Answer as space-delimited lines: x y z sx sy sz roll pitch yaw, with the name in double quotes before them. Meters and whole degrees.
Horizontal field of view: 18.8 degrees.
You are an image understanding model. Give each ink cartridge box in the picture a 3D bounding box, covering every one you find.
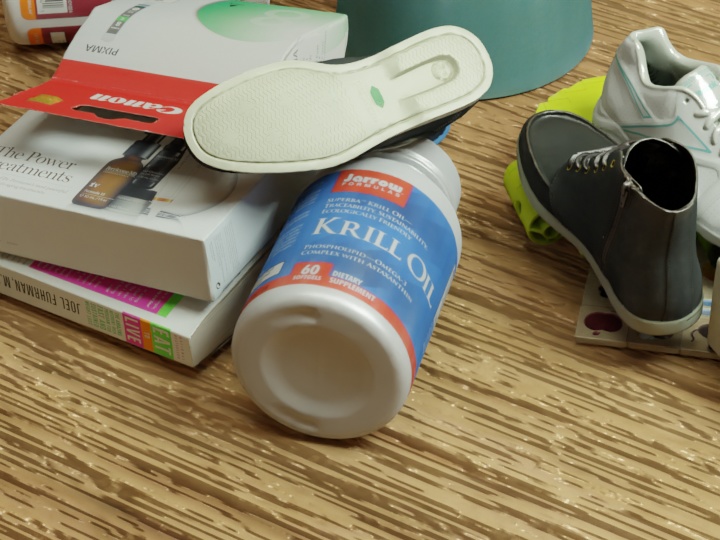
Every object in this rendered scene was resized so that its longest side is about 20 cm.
"ink cartridge box" -0.121 -0.140 1.429 0.160 0.050 0.200 11 19 23

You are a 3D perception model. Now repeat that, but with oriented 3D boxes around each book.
"book" -0.151 -0.014 1.418 0.199 0.048 0.134 20 43 28

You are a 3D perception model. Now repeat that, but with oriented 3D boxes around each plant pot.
"plant pot" 0.077 -0.248 1.617 0.199 0.162 0.201 -1 38 1

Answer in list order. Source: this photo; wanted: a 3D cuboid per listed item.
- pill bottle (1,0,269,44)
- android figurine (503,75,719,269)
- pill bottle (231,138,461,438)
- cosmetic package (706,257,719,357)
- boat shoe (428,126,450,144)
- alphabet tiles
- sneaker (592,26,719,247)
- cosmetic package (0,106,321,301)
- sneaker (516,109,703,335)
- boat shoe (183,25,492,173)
"pill bottle" -0.171 -0.233 1.647 0.199 0.113 0.113 -4 37 -4
"android figurine" 0.188 -0.067 1.464 0.181 0.041 0.200 -11 42 -10
"pill bottle" 0.000 0.000 1.337 0.112 0.113 0.200 8 39 12
"cosmetic package" 0.300 0.062 1.272 0.103 0.073 0.200 -18 44 -19
"boat shoe" -0.037 -0.118 1.527 0.199 0.069 0.084 -12 39 -13
"alphabet tiles" 0.249 0.005 1.409 0.199 0.008 0.168 7 38 11
"sneaker" 0.223 -0.081 1.390 0.070 0.081 0.200 -23 50 -30
"cosmetic package" -0.143 -0.060 1.404 0.199 0.052 0.151 12 38 26
"sneaker" 0.160 -0.063 1.352 0.074 0.107 0.200 -17 45 -17
"boat shoe" -0.017 -0.095 1.339 0.199 0.068 0.072 -16 81 -20
